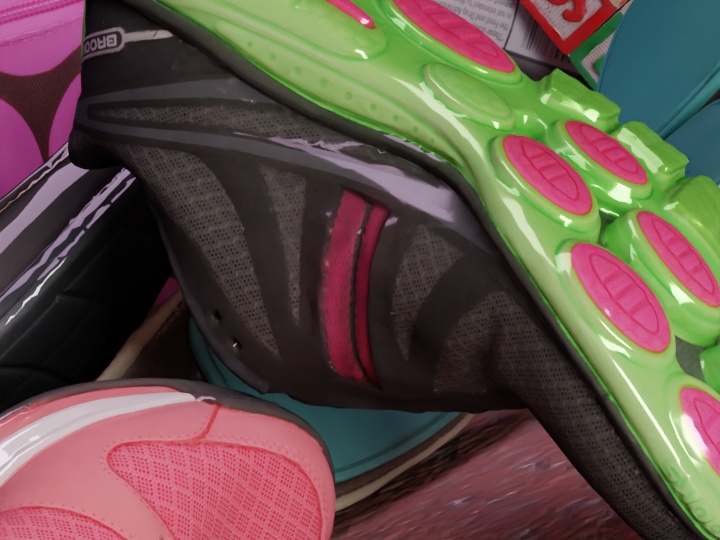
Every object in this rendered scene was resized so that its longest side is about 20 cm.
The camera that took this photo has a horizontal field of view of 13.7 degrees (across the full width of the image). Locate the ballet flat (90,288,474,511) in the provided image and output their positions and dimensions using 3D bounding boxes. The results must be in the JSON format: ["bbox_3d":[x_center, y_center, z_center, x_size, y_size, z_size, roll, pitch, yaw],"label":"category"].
[{"bbox_3d":[-0.045,0.043,0.713,0.200,0.070,0.069,-28,12,-39],"label":"ballet flat"}]

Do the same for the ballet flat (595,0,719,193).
[{"bbox_3d":[0.093,-0.020,0.721,0.073,0.073,0.200,-19,20,12],"label":"ballet flat"}]

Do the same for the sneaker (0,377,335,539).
[{"bbox_3d":[-0.071,0.085,0.570,0.200,0.074,0.087,-20,36,-37],"label":"sneaker"}]

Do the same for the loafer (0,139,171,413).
[{"bbox_3d":[-0.120,0.025,0.707,0.200,0.072,0.073,-43,-17,-2],"label":"loafer"}]

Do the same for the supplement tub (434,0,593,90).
[{"bbox_3d":[0.000,-0.095,0.996,0.199,0.107,0.107,15,-13,-34],"label":"supplement tub"}]

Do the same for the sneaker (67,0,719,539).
[{"bbox_3d":[0.014,-0.003,0.623,0.077,0.084,0.200,-9,41,-48],"label":"sneaker"}]

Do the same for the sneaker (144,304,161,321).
[{"bbox_3d":[0.000,0.000,0.838,0.199,0.077,0.080,-16,1,19],"label":"sneaker"}]

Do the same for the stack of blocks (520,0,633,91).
[{"bbox_3d":[0.151,-0.136,0.987,0.200,0.059,0.115,-37,-4,-46],"label":"stack of blocks"}]

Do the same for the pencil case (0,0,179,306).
[{"bbox_3d":[-0.103,-0.027,0.795,0.199,0.094,0.091,-18,32,27],"label":"pencil case"}]
